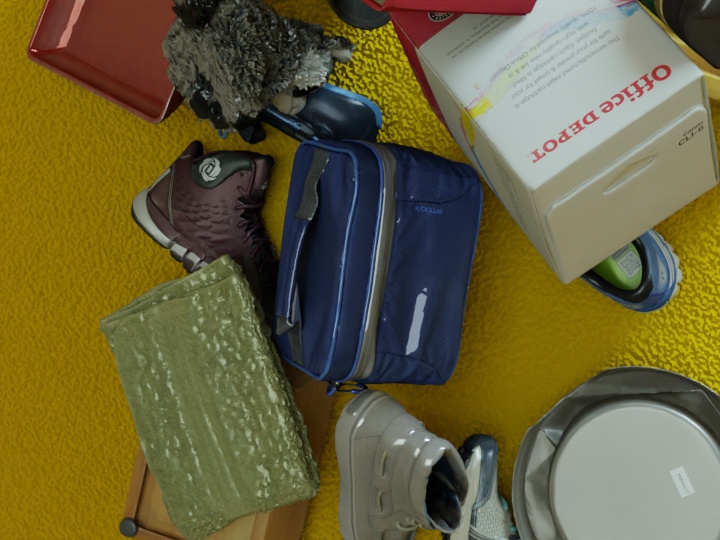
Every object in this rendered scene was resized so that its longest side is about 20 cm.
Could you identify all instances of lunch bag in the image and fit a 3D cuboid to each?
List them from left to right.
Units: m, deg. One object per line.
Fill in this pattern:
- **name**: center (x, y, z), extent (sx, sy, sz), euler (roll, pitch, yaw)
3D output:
- **lunch bag**: center (0.000, 0.000, 1.232), extent (0.131, 0.136, 0.203), euler (6, 96, -24)

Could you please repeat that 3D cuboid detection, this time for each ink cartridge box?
- **ink cartridge box**: center (0.142, -0.125, 1.147), extent (0.144, 0.145, 0.201), euler (-33, 57, -1)

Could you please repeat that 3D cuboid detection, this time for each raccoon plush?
- **raccoon plush**: center (-0.068, -0.194, 1.182), extent (0.097, 0.133, 0.201), euler (39, 147, 26)

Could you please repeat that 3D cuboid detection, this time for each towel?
- **towel**: center (-0.118, 0.102, 1.256), extent (0.147, 0.036, 0.202), euler (-23, 86, 26)

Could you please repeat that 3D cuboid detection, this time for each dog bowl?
- **dog bowl**: center (0.220, 0.171, 1.243), extent (0.197, 0.059, 0.203), euler (1, 95, 16)

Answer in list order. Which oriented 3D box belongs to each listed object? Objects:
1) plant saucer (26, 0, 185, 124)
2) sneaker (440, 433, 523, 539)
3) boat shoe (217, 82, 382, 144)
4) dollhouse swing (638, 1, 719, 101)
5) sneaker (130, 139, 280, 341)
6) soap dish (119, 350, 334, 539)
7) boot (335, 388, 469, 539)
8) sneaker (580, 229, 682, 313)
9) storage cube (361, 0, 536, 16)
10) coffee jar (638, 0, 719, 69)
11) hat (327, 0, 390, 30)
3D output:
- **plant saucer**: center (-0.174, -0.236, 1.300), extent (0.199, 0.037, 0.202), euler (28, 98, 41)
- **sneaker**: center (0.108, 0.231, 1.285), extent (0.085, 0.078, 0.203), euler (2, 98, -2)
- **boat shoe**: center (-0.083, -0.135, 1.296), extent (0.198, 0.084, 0.069), euler (20, 90, 16)
- **dollhouse swing**: center (0.290, -0.216, 1.133), extent (0.180, 0.176, 0.202), euler (22, 101, 13)
- **sneaker**: center (-0.090, -0.032, 1.313), extent (0.200, 0.076, 0.116), euler (41, 100, 10)
- **soap dish**: center (-0.115, 0.154, 1.329), extent (0.156, 0.081, 0.203), euler (16, 100, 15)
- **boot**: center (0.036, 0.183, 1.235), extent (0.095, 0.201, 0.073), euler (32, 61, 32)
- **sneaker**: center (0.166, -0.050, 1.225), extent (0.200, 0.089, 0.079), euler (45, 104, 13)
- **storage cube**: center (0.039, -0.281, 1.034), extent (0.170, 0.179, 0.202), euler (37, 117, 28)
- **coffee jar**: center (0.223, -0.220, 1.108), extent (0.086, 0.104, 0.201), euler (-50, 42, 16)
- **hat**: center (-0.041, -0.267, 1.216), extent (0.080, 0.200, 0.203), euler (-12, 91, 22)
